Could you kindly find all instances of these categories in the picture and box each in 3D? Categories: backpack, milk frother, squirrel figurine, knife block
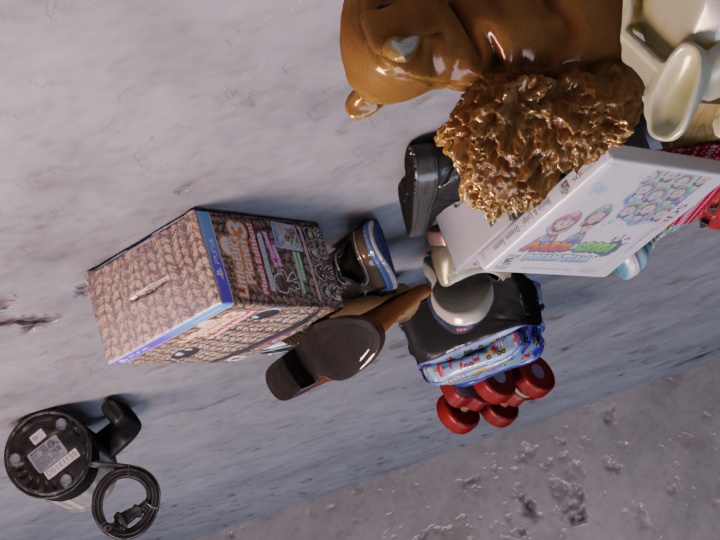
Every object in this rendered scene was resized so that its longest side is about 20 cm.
[{"bbox_3d":[0.166,0.076,1.920,0.182,0.135,0.200,-22,167,17],"label":"backpack"},{"bbox_3d":[-0.364,0.291,1.946,0.180,0.201,0.188,-21,165,-3],"label":"milk frother"},{"bbox_3d":[0.084,-0.137,0.955,0.186,0.201,0.141,-19,172,-30],"label":"squirrel figurine"},{"bbox_3d":[0.320,-0.152,1.426,0.200,0.064,0.175,-4,159,-41],"label":"knife block"}]

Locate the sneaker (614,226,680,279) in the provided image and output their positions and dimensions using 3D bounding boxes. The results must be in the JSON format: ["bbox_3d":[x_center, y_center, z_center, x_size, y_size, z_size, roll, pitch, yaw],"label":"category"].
[{"bbox_3d":[0.340,-0.060,1.674,0.130,0.080,0.200,-25,-165,7],"label":"sneaker"}]

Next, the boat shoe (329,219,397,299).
[{"bbox_3d":[0.000,0.000,1.579,0.072,0.072,0.200,-17,165,0],"label":"boat shoe"}]

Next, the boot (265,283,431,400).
[{"bbox_3d":[0.016,0.066,1.558,0.200,0.069,0.188,-28,170,-42],"label":"boot"}]

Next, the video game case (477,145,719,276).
[{"bbox_3d":[0.238,-0.054,1.390,0.200,0.024,0.182,3,144,-44],"label":"video game case"}]

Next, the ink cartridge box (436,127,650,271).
[{"bbox_3d":[0.197,-0.074,1.519,0.199,0.084,0.145,-11,163,-25],"label":"ink cartridge box"}]

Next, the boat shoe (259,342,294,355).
[{"bbox_3d":[-0.058,0.101,1.844,0.072,0.068,0.200,0,-176,45],"label":"boat shoe"}]

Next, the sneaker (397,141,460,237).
[{"bbox_3d":[0.096,-0.090,1.394,0.104,0.060,0.200,-11,161,-6],"label":"sneaker"}]

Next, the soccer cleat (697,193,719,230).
[{"bbox_3d":[0.443,-0.129,1.656,0.068,0.085,0.200,15,137,0],"label":"soccer cleat"}]

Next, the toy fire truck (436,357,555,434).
[{"bbox_3d":[0.176,0.134,2.072,0.200,0.168,0.112,-3,148,-41],"label":"toy fire truck"}]

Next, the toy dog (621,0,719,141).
[{"bbox_3d":[0.302,-0.203,1.150,0.199,0.140,0.194,-4,123,-36],"label":"toy dog"}]

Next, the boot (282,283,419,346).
[{"bbox_3d":[-0.015,0.045,1.726,0.199,0.066,0.175,-7,180,-30],"label":"boot"}]

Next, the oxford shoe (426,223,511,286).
[{"bbox_3d":[0.164,-0.028,1.624,0.199,0.074,0.071,-10,-170,-24],"label":"oxford shoe"}]

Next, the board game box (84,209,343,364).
[{"bbox_3d":[-0.145,0.021,1.442,0.159,0.097,0.200,-28,162,31],"label":"board game box"}]

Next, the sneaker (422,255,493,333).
[{"bbox_3d":[0.119,0.043,1.671,0.075,0.085,0.200,-11,-161,1],"label":"sneaker"}]

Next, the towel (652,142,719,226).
[{"bbox_3d":[0.296,-0.077,1.451,0.199,0.023,0.145,-9,152,-29],"label":"towel"}]
